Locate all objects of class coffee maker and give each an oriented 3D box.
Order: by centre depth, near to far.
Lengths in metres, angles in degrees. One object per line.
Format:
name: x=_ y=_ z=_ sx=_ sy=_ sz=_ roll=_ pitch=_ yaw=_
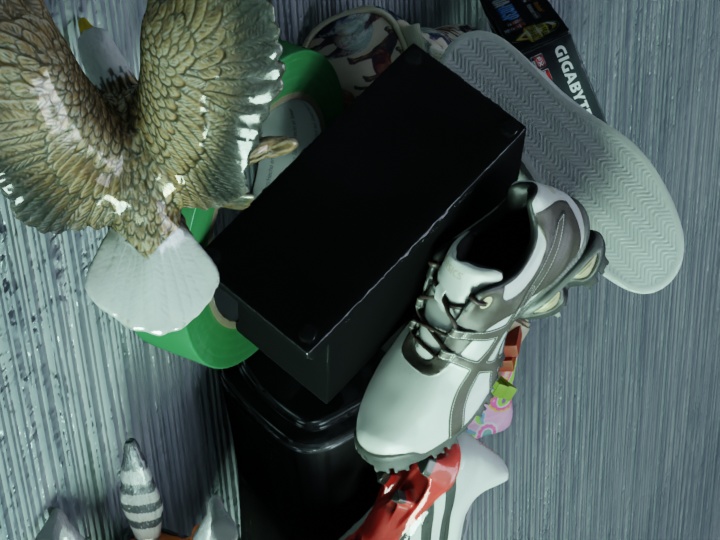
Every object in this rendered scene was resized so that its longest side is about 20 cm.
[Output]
coffee maker: x=-0.029 y=0.141 z=1.545 sx=0.192 sy=0.134 sz=0.201 roll=-53 pitch=151 yaw=-36

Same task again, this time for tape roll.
tape roll: x=-0.075 y=-0.043 z=1.400 sx=0.201 sy=0.048 sz=0.202 roll=-50 pitch=151 yaw=-42

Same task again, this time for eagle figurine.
eagle figurine: x=-0.120 y=-0.080 z=1.170 sx=0.152 sy=0.150 sz=0.200 roll=-53 pitch=164 yaw=-17

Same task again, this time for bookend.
bookend: x=0.000 y=0.000 z=1.422 sx=0.199 sy=0.092 sz=0.200 roll=-46 pitch=162 yaw=-21

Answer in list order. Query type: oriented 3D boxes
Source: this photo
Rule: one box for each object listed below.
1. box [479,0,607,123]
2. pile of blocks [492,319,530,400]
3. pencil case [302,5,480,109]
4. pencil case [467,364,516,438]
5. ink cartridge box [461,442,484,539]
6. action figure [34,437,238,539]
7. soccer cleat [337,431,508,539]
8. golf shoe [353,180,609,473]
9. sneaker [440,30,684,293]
box: x=0.145 y=-0.116 z=1.672 sx=0.200 sy=0.046 sz=0.160 roll=-104 pitch=170 yaw=-72
pile of blocks: x=0.063 y=0.108 z=1.734 sx=0.200 sy=0.062 sz=0.082 roll=-43 pitch=137 yaw=-8
pencil case: x=0.036 y=-0.132 z=1.546 sx=0.200 sy=0.089 sz=0.079 roll=-4 pitch=89 yaw=-67
pencil case: x=0.091 y=0.037 z=1.816 sx=0.087 sy=0.087 sz=0.202 roll=-39 pitch=141 yaw=-54
ink cartridge box: x=0.044 y=0.242 z=1.941 sx=0.200 sy=0.050 sz=0.164 roll=-43 pitch=145 yaw=-66
action figure: x=-0.096 y=0.178 z=1.422 sx=0.194 sy=0.198 sz=0.105 roll=77 pitch=-3 yaw=-65
soccer cleat: x=0.019 y=0.184 z=1.489 sx=0.085 sy=0.069 sz=0.201 roll=20 pitch=112 yaw=-38
golf shoe: x=0.055 y=0.026 z=1.364 sx=0.200 sy=0.078 sz=0.094 roll=-51 pitch=143 yaw=-3
sneaker: x=0.132 y=-0.065 z=1.469 sx=0.074 sy=0.200 sz=0.116 roll=-40 pitch=171 yaw=1
